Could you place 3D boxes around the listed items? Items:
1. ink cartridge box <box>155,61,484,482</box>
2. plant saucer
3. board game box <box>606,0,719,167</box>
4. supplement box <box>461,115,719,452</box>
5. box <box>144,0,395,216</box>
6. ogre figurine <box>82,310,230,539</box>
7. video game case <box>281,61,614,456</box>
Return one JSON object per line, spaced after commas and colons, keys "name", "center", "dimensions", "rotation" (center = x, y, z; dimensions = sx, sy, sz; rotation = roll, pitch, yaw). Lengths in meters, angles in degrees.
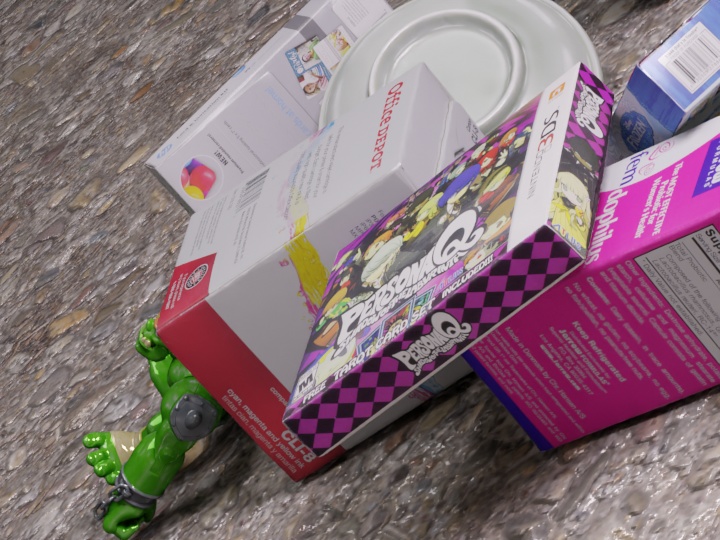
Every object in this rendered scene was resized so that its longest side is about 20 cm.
{"name": "ink cartridge box", "center": [0.000, 0.000, 1.687], "dimensions": [0.199, 0.145, 0.146], "rotation": [-33, 21, 24]}
{"name": "plant saucer", "center": [0.062, -0.118, 1.801], "dimensions": [0.198, 0.050, 0.201], "rotation": [-8, 59, 14]}
{"name": "board game box", "center": [0.223, -0.131, 1.547], "dimensions": [0.200, 0.043, 0.199], "rotation": [-42, -11, -15]}
{"name": "supplement box", "center": [0.158, 0.005, 1.462], "dimensions": [0.199, 0.103, 0.101], "rotation": [-24, 27, 37]}
{"name": "box", "center": [-0.027, -0.086, 1.893], "dimensions": [0.200, 0.156, 0.041], "rotation": [-46, 17, -9]}
{"name": "ogre figurine", "center": [-0.114, 0.077, 1.824], "dimensions": [0.200, 0.098, 0.120], "rotation": [-41, -4, -46]}
{"name": "video game case", "center": [0.050, -0.008, 1.481], "dimensions": [0.200, 0.036, 0.182], "rotation": [-38, 18, 29]}
